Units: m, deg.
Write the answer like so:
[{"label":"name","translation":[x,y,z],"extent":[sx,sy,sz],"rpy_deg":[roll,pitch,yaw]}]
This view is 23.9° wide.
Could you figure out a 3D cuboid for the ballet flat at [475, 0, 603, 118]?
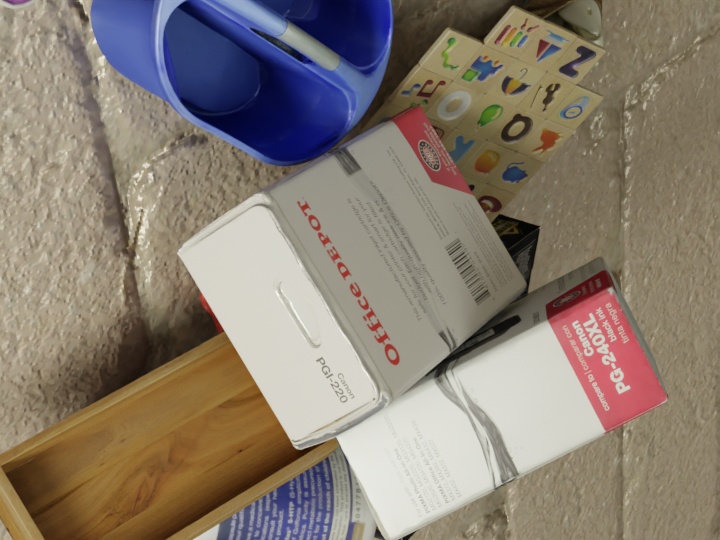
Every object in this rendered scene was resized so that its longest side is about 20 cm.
[{"label":"ballet flat","translation":[0.131,-0.162,1.247],"extent":[0.200,0.072,0.068],"rpy_deg":[-33,131,-33]}]

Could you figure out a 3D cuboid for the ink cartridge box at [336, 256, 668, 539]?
[{"label":"ink cartridge box","translation":[0.089,0.080,1.104],"extent":[0.199,0.145,0.084],"rpy_deg":[-27,95,8]}]

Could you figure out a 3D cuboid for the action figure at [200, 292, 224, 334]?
[{"label":"action figure","translation":[-0.046,0.057,1.154],"extent":[0.065,0.099,0.200],"rpy_deg":[-33,137,6]}]

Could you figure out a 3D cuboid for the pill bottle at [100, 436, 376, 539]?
[{"label":"pill bottle","translation":[-0.099,0.151,1.124],"extent":[0.199,0.120,0.120],"rpy_deg":[6,107,-37]}]

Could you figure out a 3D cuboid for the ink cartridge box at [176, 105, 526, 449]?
[{"label":"ink cartridge box","translation":[0.000,0.000,1.063],"extent":[0.146,0.085,0.200],"rpy_deg":[59,35,-2]}]

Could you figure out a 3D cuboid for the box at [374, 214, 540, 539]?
[{"label":"box","translation":[0.066,0.078,1.292],"extent":[0.200,0.049,0.200],"rpy_deg":[-33,137,-56]}]

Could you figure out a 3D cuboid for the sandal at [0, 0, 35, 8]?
[{"label":"sandal","translation":[-0.147,-0.234,0.909],"extent":[0.082,0.050,0.204],"rpy_deg":[25,92,-52]}]

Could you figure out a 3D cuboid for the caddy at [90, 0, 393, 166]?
[{"label":"caddy","translation":[-0.061,-0.146,1.011],"extent":[0.200,0.105,0.142],"rpy_deg":[26,91,-52]}]

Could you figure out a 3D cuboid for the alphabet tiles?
[{"label":"alphabet tiles","translation":[0.077,-0.097,1.196],"extent":[0.166,0.006,0.200],"rpy_deg":[15,127,-43]}]

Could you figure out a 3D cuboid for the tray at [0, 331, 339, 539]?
[{"label":"tray","translation":[-0.120,0.116,1.031],"extent":[0.199,0.099,0.037],"rpy_deg":[-29,170,-31]}]
